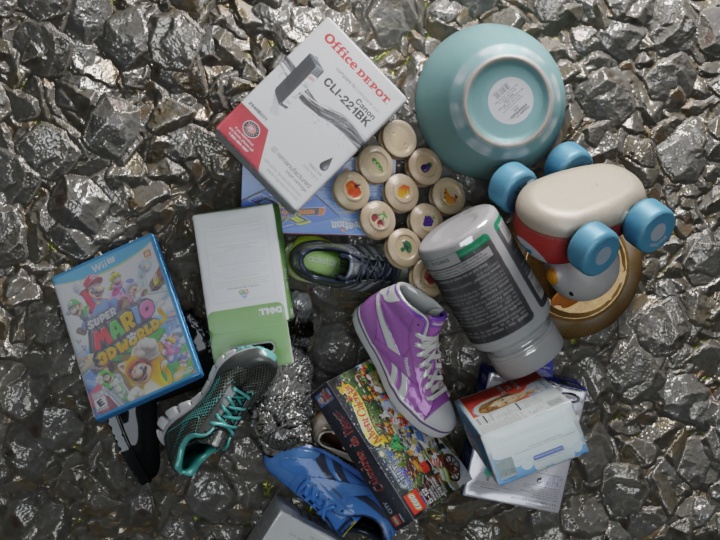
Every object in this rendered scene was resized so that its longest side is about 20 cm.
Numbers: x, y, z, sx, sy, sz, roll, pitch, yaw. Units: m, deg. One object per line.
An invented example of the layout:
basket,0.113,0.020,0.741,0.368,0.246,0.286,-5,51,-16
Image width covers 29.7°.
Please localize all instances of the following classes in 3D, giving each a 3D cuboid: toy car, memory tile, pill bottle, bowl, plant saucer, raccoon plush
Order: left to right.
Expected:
raccoon plush,-0.100,0.132,1.703,0.096,0.134,0.201,-2,97,-6
memory tile,0.068,-0.080,1.728,0.200,0.017,0.153,48,64,-10
pill bottle,0.166,0.029,1.689,0.113,0.113,0.201,-32,104,-2
bowl,0.174,-0.213,1.713,0.199,0.105,0.202,-1,97,-6
toy car,0.265,-0.022,1.692,0.176,0.184,0.201,-21,132,-28
plant saucer,0.280,-0.006,1.784,0.199,0.035,0.202,-1,96,-7

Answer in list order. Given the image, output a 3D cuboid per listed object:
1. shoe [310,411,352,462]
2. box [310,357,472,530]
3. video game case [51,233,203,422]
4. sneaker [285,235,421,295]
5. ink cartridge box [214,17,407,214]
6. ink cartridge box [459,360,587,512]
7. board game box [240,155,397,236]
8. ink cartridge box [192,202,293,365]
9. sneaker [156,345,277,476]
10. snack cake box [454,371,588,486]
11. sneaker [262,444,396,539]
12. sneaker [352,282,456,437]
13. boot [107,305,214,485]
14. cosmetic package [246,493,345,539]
shoe,0.029,0.236,1.773,0.199,0.053,0.070,17,94,-8
box,0.041,0.210,1.708,0.038,0.136,0.201,-39,80,38
video game case,-0.290,0.069,1.676,0.142,0.018,0.201,-24,68,3
sneaker,0.000,0.000,1.727,0.199,0.081,0.074,4,97,-7
ink cartridge box,-0.062,-0.191,1.684,0.144,0.084,0.200,45,84,-5
ink cartridge box,0.213,0.203,1.779,0.136,0.076,0.201,11,97,-7
board game box,-0.054,-0.098,1.741,0.199,0.019,0.104,2,95,-7
ink cartridge box,-0.142,0.022,1.693,0.103,0.059,0.201,-8,90,4
sneaker,-0.167,0.176,1.642,0.077,0.091,0.200,30,116,-31
snack cake box,0.190,0.187,1.637,0.114,0.200,0.068,-21,97,-2
sneaker,-0.039,0.290,1.750,0.199,0.079,0.066,28,133,-10
sneaker,0.078,0.109,1.701,0.114,0.073,0.201,-34,89,39
boot,-0.249,0.155,1.725,0.162,0.073,0.199,-24,101,-10
cosmetic package,-0.115,0.408,1.762,0.112,0.081,0.201,30,91,-11
